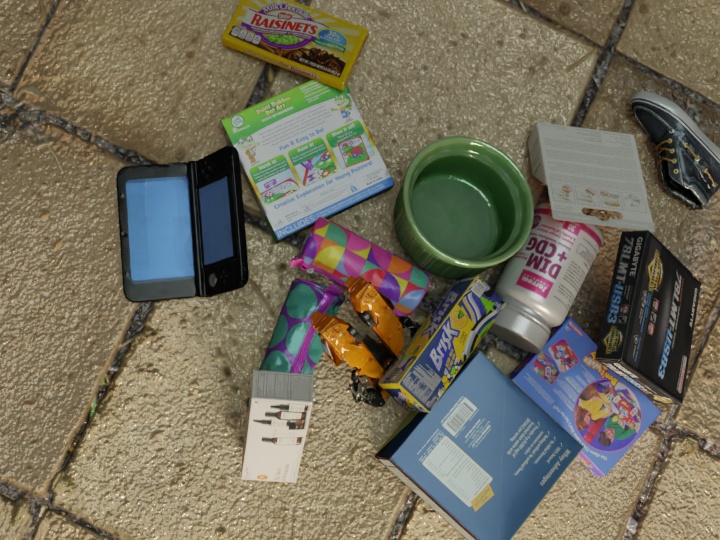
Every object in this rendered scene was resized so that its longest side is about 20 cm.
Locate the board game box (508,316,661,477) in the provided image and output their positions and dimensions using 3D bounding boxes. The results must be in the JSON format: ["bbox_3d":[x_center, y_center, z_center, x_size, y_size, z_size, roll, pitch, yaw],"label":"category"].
[{"bbox_3d":[0.332,0.189,1.544,0.134,0.045,0.200,-44,91,-12],"label":"board game box"}]

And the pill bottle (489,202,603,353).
[{"bbox_3d":[0.268,0.012,1.523,0.113,0.113,0.201,29,79,-4],"label":"pill bottle"}]

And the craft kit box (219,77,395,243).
[{"bbox_3d":[-0.080,-0.171,1.533,0.199,0.049,0.199,-25,89,-11],"label":"craft kit box"}]

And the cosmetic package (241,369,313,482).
[{"bbox_3d":[-0.116,0.216,1.400,0.082,0.201,0.051,6,47,-6],"label":"cosmetic package"}]

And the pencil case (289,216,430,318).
[{"bbox_3d":[0.000,0.000,1.495,0.199,0.088,0.089,25,80,-9],"label":"pencil case"}]

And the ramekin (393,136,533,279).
[{"bbox_3d":[0.144,-0.085,1.508,0.198,0.098,0.202,5,69,-14],"label":"ramekin"}]

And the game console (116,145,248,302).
[{"bbox_3d":[-0.253,-0.064,1.459,0.116,0.175,0.202,-1,82,-37],"label":"game console"}]

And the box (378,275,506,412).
[{"bbox_3d":[0.116,0.102,1.445,0.064,0.070,0.200,44,68,-13],"label":"box"}]

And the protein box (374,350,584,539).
[{"bbox_3d":[0.165,0.257,1.464,0.200,0.135,0.199,42,79,-1],"label":"protein box"}]

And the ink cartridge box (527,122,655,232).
[{"bbox_3d":[0.342,-0.131,1.542,0.161,0.057,0.201,6,55,-8],"label":"ink cartridge box"}]

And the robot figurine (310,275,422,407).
[{"bbox_3d":[0.017,0.104,1.460,0.145,0.058,0.200,-44,132,-10],"label":"robot figurine"}]

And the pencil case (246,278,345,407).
[{"bbox_3d":[-0.090,0.113,1.466,0.085,0.092,0.201,24,78,-23],"label":"pencil case"}]

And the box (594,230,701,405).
[{"bbox_3d":[0.426,0.072,1.505,0.198,0.049,0.201,32,67,-41],"label":"box"}]

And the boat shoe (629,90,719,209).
[{"bbox_3d":[0.485,-0.187,1.602,0.200,0.071,0.091,40,75,-4],"label":"boat shoe"}]

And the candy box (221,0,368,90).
[{"bbox_3d":[-0.097,-0.349,1.539,0.199,0.026,0.103,22,70,6],"label":"candy box"}]
